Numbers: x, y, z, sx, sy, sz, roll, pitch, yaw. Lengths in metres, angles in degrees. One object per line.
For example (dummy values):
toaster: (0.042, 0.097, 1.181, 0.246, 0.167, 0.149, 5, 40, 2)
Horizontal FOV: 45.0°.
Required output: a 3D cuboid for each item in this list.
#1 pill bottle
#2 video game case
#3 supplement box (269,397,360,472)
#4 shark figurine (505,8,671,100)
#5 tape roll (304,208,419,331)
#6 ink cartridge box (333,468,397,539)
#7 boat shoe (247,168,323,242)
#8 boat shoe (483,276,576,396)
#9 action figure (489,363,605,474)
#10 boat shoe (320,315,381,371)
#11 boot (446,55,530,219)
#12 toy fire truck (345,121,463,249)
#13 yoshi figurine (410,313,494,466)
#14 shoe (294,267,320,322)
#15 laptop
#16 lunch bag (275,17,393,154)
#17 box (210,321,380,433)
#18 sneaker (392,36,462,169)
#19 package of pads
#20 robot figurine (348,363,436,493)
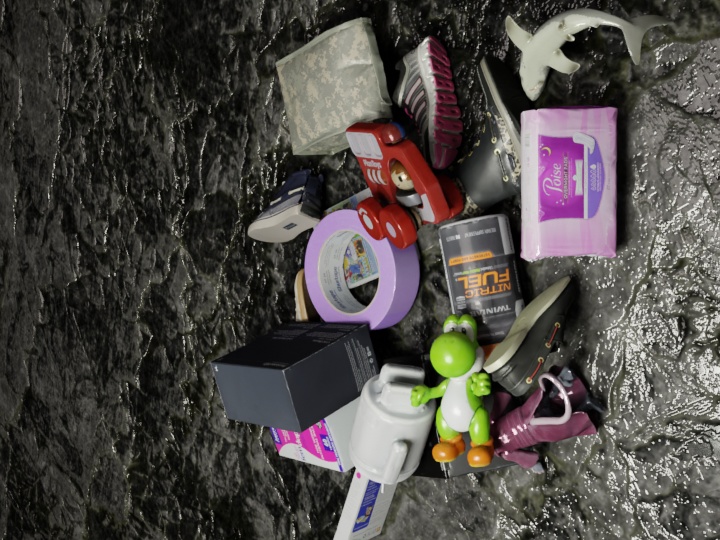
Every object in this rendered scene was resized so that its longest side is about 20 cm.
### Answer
pill bottle: (0.180, 0.026, 1.257, 0.106, 0.106, 0.202, -12, 87, 42)
video game case: (0.005, -0.055, 1.463, 0.199, 0.018, 0.145, -23, 80, 41)
supplement box: (-0.064, 0.259, 1.471, 0.199, 0.103, 0.102, -3, 109, 55)
shark figurine: (0.284, -0.320, 1.147, 0.213, 0.090, 0.129, -15, 119, 50)
tape roll: (0.000, 0.000, 1.419, 0.199, 0.065, 0.203, 5, 98, 42)
ink cartridge box: (0.021, 0.366, 1.447, 0.037, 0.094, 0.202, 34, 116, 34)
boat shoe: (-0.130, -0.114, 1.554, 0.199, 0.074, 0.094, -15, 60, 49)
boat shoe: (0.240, 0.085, 1.171, 0.063, 0.202, 0.074, 45, 146, -3)
action figure: (0.235, 0.223, 1.213, 0.199, 0.149, 0.135, -34, 79, 24)
boat shoe: (-0.012, 0.150, 1.467, 0.201, 0.071, 0.066, 51, 120, 20)
boot: (0.177, -0.188, 1.257, 0.153, 0.073, 0.205, -31, 75, 42)
toy fire truck: (0.052, -0.136, 1.266, 0.169, 0.112, 0.200, 64, 163, -20)
yoshi figurine: (0.129, 0.163, 1.176, 0.112, 0.111, 0.203, -165, 71, -76)
shoe: (-0.093, 0.097, 1.533, 0.053, 0.070, 0.202, -8, 92, 34)
laptop: (0.142, 0.214, 1.346, 0.199, 0.115, 0.190, -17, 83, 58)
lunch bag: (-0.028, -0.292, 1.399, 0.199, 0.117, 0.166, -16, 84, 46)
box: (-0.103, 0.163, 1.385, 0.199, 0.181, 0.105, -2, 107, 48)
sneaker: (0.097, -0.248, 1.323, 0.087, 0.073, 0.202, -14, 81, 41)
package of pads: (0.273, -0.113, 1.146, 0.076, 0.119, 0.203, -136, 44, -81)
robot figurine: (0.046, 0.233, 1.290, 0.170, 0.112, 0.202, -88, 9, -58)
